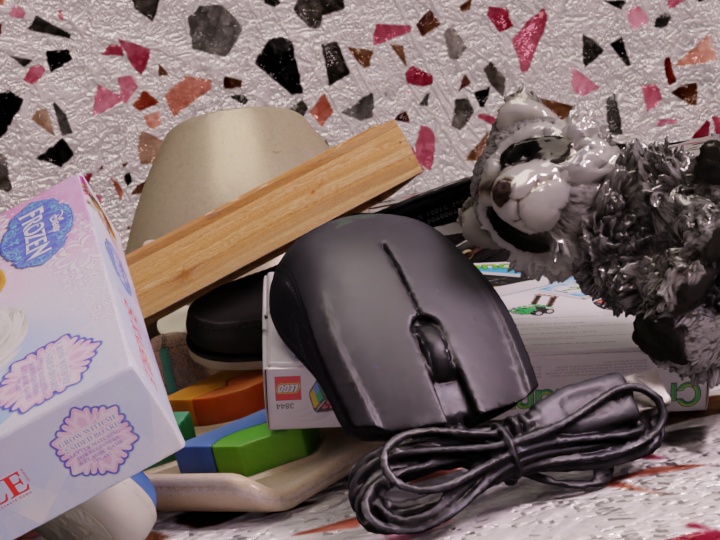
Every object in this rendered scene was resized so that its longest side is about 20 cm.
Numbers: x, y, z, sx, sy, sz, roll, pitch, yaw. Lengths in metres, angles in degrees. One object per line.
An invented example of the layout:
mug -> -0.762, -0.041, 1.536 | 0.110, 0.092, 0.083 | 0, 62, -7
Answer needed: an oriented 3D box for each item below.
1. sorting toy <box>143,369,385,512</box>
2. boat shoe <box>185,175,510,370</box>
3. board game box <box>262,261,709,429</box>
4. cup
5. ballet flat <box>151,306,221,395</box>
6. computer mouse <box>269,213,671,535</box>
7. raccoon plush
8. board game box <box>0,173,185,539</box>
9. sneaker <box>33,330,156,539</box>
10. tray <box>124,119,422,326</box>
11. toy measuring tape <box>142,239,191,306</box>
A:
sorting toy -> -0.055, 0.077, 0.809 | 0.185, 0.037, 0.200 | -7, 7, 39
boat shoe -> -0.001, -0.002, 0.874 | 0.201, 0.063, 0.074 | -16, 36, -1
board game box -> 0.053, 0.032, 0.781 | 0.200, 0.035, 0.126 | -2, 19, -2
cup -> -0.081, -0.034, 1.167 | 0.200, 0.143, 0.200 | -9, -11, -2
ballet flat -> -0.099, 0.047, 1.023 | 0.068, 0.067, 0.200 | -18, 5, 1
computer mouse -> 0.026, 0.023, 0.690 | 0.138, 0.053, 0.200 | -15, 34, -20
raccoon plush -> 0.132, -0.006, 0.724 | 0.134, 0.097, 0.200 | 28, -4, 44
board game box -> -0.179, 0.055, 0.646 | 0.199, 0.041, 0.200 | -29, 28, -3
sneaker -> -0.129, 0.057, 0.720 | 0.200, 0.077, 0.111 | -1, 46, 56
tray -> -0.069, -0.016, 0.888 | 0.200, 0.037, 0.099 | -29, -1, -11
toy measuring tape -> -0.037, 0.021, 0.957 | 0.200, 0.074, 0.074 | 26, 26, 30
